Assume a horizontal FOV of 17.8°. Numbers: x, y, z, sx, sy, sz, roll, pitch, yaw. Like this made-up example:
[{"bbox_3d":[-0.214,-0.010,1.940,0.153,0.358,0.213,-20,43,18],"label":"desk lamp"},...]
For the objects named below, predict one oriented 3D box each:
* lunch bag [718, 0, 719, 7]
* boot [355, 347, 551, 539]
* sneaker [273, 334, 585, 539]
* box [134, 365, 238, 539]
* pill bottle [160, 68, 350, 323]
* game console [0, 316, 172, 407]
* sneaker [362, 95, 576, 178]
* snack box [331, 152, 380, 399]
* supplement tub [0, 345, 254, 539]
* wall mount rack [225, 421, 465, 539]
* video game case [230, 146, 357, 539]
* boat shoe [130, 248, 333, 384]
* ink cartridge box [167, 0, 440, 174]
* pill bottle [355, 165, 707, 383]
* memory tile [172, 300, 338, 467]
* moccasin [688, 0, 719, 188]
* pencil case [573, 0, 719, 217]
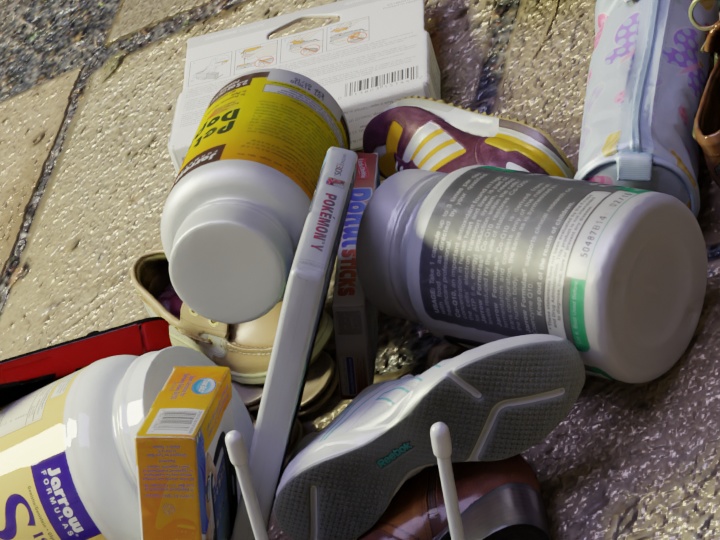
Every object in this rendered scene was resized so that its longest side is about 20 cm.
[{"bbox_3d":[0.266,-0.298,1.531,0.199,0.170,0.122,-30,42,19],"label":"lunch bag"},{"bbox_3d":[0.015,0.134,1.394,0.188,0.069,0.200,-35,32,13],"label":"boot"},{"bbox_3d":[0.036,0.083,1.340,0.199,0.071,0.080,-27,23,12],"label":"sneaker"},{"bbox_3d":[-0.099,0.170,1.371,0.041,0.201,0.119,-2,17,8],"label":"box"},{"bbox_3d":[-0.072,-0.048,1.557,0.109,0.109,0.200,-27,23,22],"label":"pill bottle"},{"bbox_3d":[-0.236,0.086,1.614,0.176,0.031,0.200,-11,-14,-30],"label":"game console"},{"bbox_3d":[0.053,-0.062,1.576,0.090,0.075,0.200,-49,31,-21],"label":"sneaker"},{"bbox_3d":[0.000,0.000,1.538,0.024,0.072,0.200,-3,31,5],"label":"snack box"},{"bbox_3d":[-0.179,0.142,1.522,0.199,0.145,0.146,-25,36,28],"label":"supplement tub"},{"bbox_3d":[-0.003,0.172,1.263,0.199,0.075,0.175,-3,87,12],"label":"wall mount rack"},{"bbox_3d":[-0.040,0.049,1.411,0.182,0.023,0.201,-76,-1,-63],"label":"video game case"},{"bbox_3d":[-0.098,0.027,1.611,0.199,0.066,0.074,10,59,51],"label":"boat shoe"},{"bbox_3d":[-0.039,-0.141,1.742,0.199,0.045,0.177,-13,30,9],"label":"ink cartridge box"},{"bbox_3d":[0.100,-0.003,1.396,0.199,0.113,0.113,12,60,41],"label":"pill bottle"},{"bbox_3d":[-0.085,0.077,1.619,0.199,0.017,0.154,2,53,48],"label":"memory tile"},{"bbox_3d":[0.250,-0.140,1.451,0.073,0.078,0.202,-8,46,44],"label":"moccasin"},{"bbox_3d":[0.184,-0.109,1.477,0.091,0.083,0.201,107,177,-50],"label":"pencil case"}]
